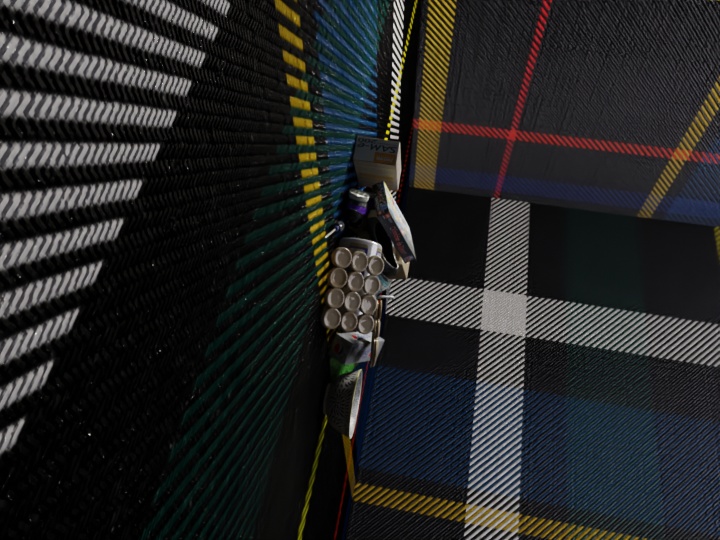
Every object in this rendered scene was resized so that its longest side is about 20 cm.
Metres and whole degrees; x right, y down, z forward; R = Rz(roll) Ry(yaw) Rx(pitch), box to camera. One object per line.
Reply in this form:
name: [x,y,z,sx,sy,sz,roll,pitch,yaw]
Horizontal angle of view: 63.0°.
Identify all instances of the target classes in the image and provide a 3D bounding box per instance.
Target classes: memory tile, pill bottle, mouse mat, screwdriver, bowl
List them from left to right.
screwdriver: [-0.060,-0.093,1.383,0.200,0.029,0.028,-75,172,-77]
bowl: [-0.057,0.383,1.720,0.201,0.093,0.204,8,90,-84]
mouse mat: [-0.042,0.271,1.779,0.161,0.007,0.201,-44,153,-31]
memory tile: [-0.020,0.052,1.462,0.017,0.152,0.203,10,-91,59]
pill bottle: [-0.014,0.024,1.553,0.120,0.118,0.203,56,43,-80]
memory tile: [0.041,0.174,1.596,0.200,0.017,0.155,94,1,-71]

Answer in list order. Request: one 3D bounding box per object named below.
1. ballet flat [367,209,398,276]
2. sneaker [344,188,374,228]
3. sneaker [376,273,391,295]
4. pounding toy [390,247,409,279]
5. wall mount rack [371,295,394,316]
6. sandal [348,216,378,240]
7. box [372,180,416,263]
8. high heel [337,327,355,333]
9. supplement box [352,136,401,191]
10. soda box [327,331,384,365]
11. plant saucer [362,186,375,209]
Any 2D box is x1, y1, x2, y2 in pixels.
ballet flat: [0.068,-0.080,1.623,0.057,0.066,0.202,-39,-117,53]
sneaker: [-0.009,-0.170,1.627,0.200,0.069,0.101,-41,146,-76]
sneaker: [0.000,0.000,1.661,0.078,0.086,0.200,43,6,-47]
pounding toy: [0.090,-0.032,2.213,0.143,0.181,0.202,67,30,-54]
wall mount rack: [0.038,0.044,1.763,0.173,0.074,0.203,149,-59,-61]
sandal: [-0.004,-0.135,1.717,0.078,0.069,0.214,116,-30,-46]
box: [0.095,-0.135,1.659,0.138,0.037,0.201,-96,159,-45]
high heel: [-0.043,0.188,1.736,0.200,0.066,0.097,124,-34,-76]
supplement box: [0.052,-0.305,1.694,0.200,0.124,0.075,72,28,-77]
soda box: [-0.009,0.222,1.702,0.199,0.063,0.069,5,111,-61]
plant saucer: [0.039,-0.152,1.775,0.200,0.036,0.204,176,-90,-71]
